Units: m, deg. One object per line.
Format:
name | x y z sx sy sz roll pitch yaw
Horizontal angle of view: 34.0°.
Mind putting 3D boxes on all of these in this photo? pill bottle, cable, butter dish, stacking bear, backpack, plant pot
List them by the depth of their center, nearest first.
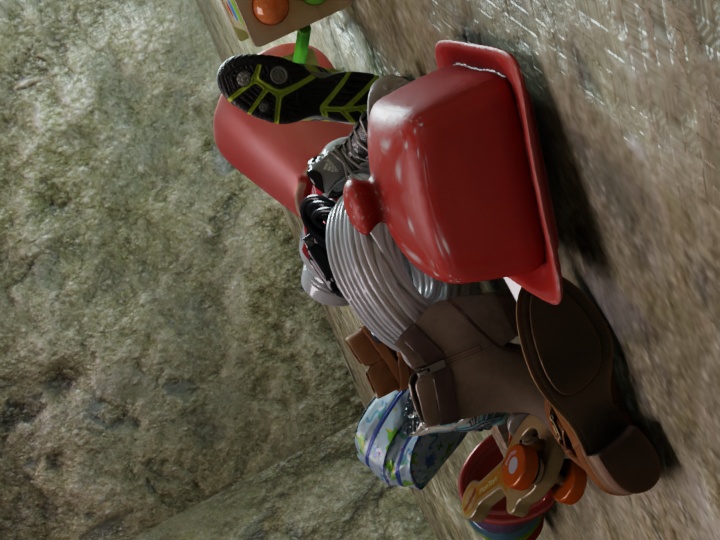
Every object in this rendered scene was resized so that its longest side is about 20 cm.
butter dish | 0.058 -0.068 0.930 0.200 0.146 0.202 -134 29 -71
cable | 0.048 -0.005 1.248 0.199 0.069 0.202 -11 -101 -58
cable | 0.000 0.000 1.353 0.201 0.051 0.163 56 161 9
pill bottle | -0.015 -0.057 1.476 0.113 0.111 0.201 58 144 41
plant pot | -0.072 -0.169 1.555 0.178 0.199 0.201 49 166 34
stacking bear | 0.196 0.312 1.556 0.122 0.113 0.200 60 177 32
backpack | 0.080 0.201 1.617 0.154 0.199 0.164 50 167 30

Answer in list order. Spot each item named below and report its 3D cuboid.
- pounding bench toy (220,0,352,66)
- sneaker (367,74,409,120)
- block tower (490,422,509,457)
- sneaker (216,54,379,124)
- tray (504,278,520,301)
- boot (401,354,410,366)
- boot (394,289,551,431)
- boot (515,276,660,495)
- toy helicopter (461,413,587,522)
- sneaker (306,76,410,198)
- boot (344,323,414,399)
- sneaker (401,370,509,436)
pounding bench toy | -0.084 -0.306 1.342 0.202 0.123 0.156 67 173 -20
sneaker | 0.058 -0.105 1.197 0.081 0.076 0.202 -111 -4 -73
block tower | 0.168 0.151 1.373 0.058 0.054 0.202 138 107 -84
sneaker | -0.067 -0.200 1.345 0.076 0.198 0.076 -146 66 -80
tray | 0.133 -0.035 1.084 0.201 0.022 0.108 63 173 15
boot | 0.078 0.017 1.383 0.090 0.072 0.203 161 102 -78
boot | 0.125 0.117 1.174 0.202 0.145 0.070 65 172 -7
boot | 0.186 0.100 1.015 0.201 0.076 0.155 56 176 4
toy helicopter | 0.165 0.213 1.293 0.200 0.078 0.133 128 153 -47
sneaker | 0.000 -0.127 1.269 0.075 0.115 0.200 58 160 13
boot | 0.046 0.053 1.520 0.202 0.154 0.074 64 174 6
sneaker | 0.107 0.158 1.328 0.200 0.085 0.079 162 122 -74
